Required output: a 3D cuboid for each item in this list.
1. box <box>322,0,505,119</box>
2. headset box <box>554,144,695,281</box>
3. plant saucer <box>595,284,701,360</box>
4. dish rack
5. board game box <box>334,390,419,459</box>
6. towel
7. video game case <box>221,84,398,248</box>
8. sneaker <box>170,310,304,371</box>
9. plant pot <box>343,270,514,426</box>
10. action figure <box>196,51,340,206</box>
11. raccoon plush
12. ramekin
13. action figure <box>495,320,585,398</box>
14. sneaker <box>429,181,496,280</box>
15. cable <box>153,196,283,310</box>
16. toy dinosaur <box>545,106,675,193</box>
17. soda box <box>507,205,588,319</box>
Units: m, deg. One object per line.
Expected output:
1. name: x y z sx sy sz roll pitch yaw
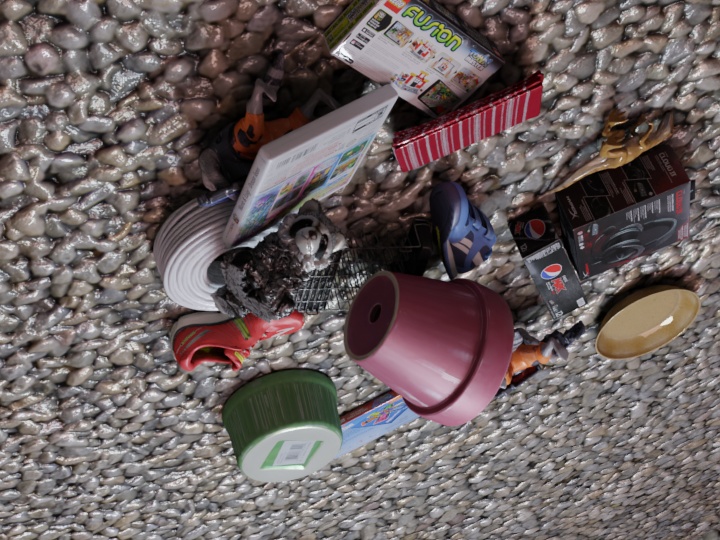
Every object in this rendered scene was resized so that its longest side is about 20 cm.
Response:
1. box: 0.064 -0.251 1.167 0.110 0.035 0.198 -40 139 25
2. headset box: 0.393 -0.085 1.499 0.197 0.078 0.149 -21 146 4
3. plant saucer: 0.498 0.084 1.802 0.196 0.036 0.202 -13 144 -10
4. dish rack: 0.000 0.000 1.446 0.196 0.055 0.155 -3 139 -19
5. board game box: 0.015 0.271 1.827 0.198 0.020 0.103 -28 145 11
6. towel: 0.133 -0.179 1.263 0.197 0.023 0.145 -23 171 5
7. video game case: -0.060 -0.119 1.183 0.199 0.024 0.183 -32 167 -34
8. sneaker: -0.171 0.101 1.465 0.196 0.086 0.078 -13 144 -10
9. plant pot: 0.082 0.092 1.409 0.177 0.202 0.200 23 128 -28
10. action figure: -0.113 -0.152 1.193 0.193 0.106 0.199 -38 171 33
11. raccoon plush: -0.107 -0.019 1.246 0.134 0.199 0.097 -45 114 -25
12. ramekin: -0.122 0.261 1.680 0.196 0.099 0.202 -13 143 -10
13. action figure: 0.266 0.118 1.636 0.199 0.105 0.193 -37 -175 -4
14. sneaker: 0.143 -0.064 1.417 0.081 0.075 0.201 -17 152 -2
15. cable: -0.164 -0.022 1.317 0.198 0.070 0.200 14 133 -42
16. toy dinosaur: 0.343 -0.157 1.399 0.197 0.061 0.106 -25 145 8
17. soda box: 0.285 -0.009 1.551 0.062 0.072 0.200 -25 143 9
